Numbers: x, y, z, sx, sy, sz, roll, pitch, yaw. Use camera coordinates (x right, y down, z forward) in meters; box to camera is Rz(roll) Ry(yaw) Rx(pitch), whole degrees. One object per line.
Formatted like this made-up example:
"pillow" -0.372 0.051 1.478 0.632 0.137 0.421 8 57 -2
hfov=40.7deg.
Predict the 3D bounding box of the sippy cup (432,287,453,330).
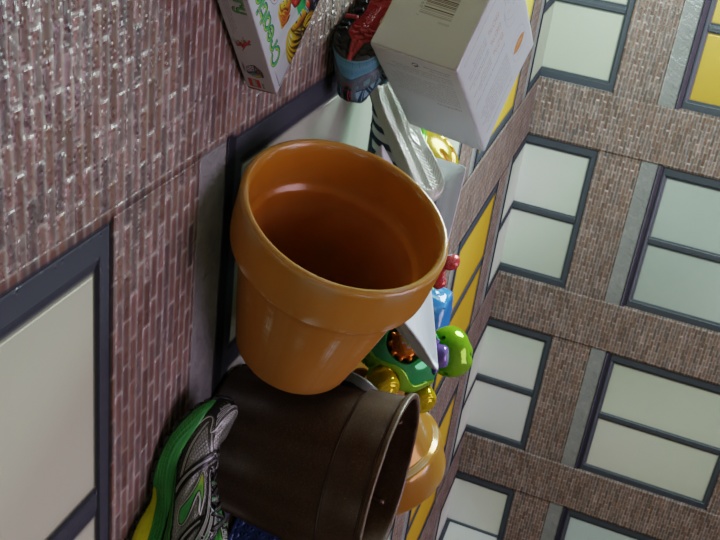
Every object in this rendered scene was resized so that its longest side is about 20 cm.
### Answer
"sippy cup" 0.077 0.064 1.553 0.178 0.128 0.143 -13 118 -75

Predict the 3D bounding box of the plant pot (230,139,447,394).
"plant pot" -0.039 0.011 0.931 0.201 0.197 0.185 -58 174 -49

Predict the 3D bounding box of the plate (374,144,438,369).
"plate" 0.046 -0.008 1.106 0.200 0.032 0.204 55 27 -61

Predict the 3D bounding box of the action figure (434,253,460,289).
"action figure" 0.073 -0.016 1.317 0.066 0.198 0.099 51 57 -22

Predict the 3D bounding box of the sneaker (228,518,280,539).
"sneaker" -0.104 0.289 1.200 0.202 0.069 0.078 -58 177 -23

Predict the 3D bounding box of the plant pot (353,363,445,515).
"plant pot" 0.012 0.213 1.379 0.201 0.196 0.186 -56 141 -52

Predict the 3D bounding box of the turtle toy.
"turtle toy" 0.066 0.100 1.260 0.198 0.146 0.102 24 113 -42

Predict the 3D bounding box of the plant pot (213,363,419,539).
"plant pot" -0.059 0.201 1.022 0.200 0.194 0.205 15 90 -76

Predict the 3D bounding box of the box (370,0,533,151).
"box" 0.109 -0.254 1.086 0.155 0.105 0.200 -64 159 -10

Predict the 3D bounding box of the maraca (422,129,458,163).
"maraca" 0.096 -0.148 1.459 0.200 0.104 0.141 -13 106 -83

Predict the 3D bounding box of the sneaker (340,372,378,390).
"sneaker" -0.009 0.217 1.205 0.107 0.074 0.201 -51 143 -20

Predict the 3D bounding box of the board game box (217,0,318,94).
"board game box" -0.078 -0.258 0.798 0.201 0.034 0.128 75 33 -64

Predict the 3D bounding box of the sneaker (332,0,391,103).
"sneaker" 0.021 -0.268 1.127 0.201 0.078 0.097 -51 160 -38

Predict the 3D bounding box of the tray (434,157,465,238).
"tray" 0.061 -0.103 1.285 0.022 0.199 0.110 6 101 -34

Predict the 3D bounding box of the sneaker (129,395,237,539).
"sneaker" -0.152 0.216 0.905 0.078 0.084 0.204 55 51 -72

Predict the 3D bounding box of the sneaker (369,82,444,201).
"sneaker" 0.034 -0.172 1.215 0.074 0.084 0.204 -14 87 -39
